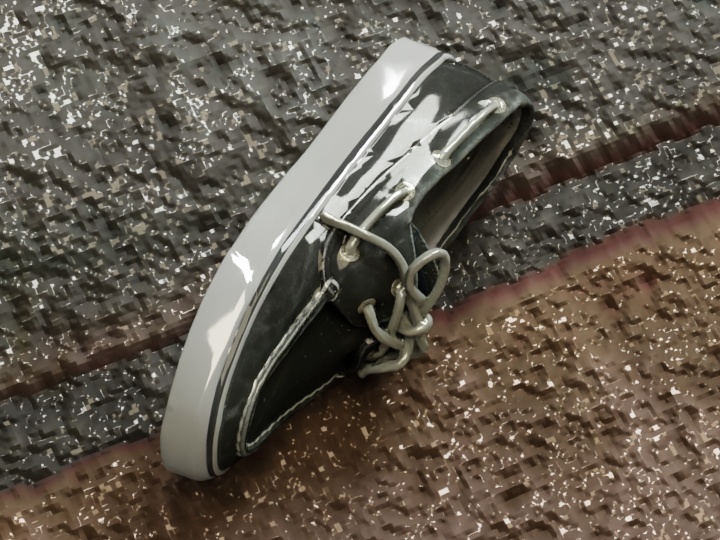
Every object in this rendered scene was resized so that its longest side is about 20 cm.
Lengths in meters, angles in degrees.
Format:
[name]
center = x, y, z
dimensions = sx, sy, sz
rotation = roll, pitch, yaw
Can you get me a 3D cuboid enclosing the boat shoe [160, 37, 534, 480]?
[boat shoe]
center = 0.000, 0.002, 0.904
dimensions = 0.068, 0.074, 0.199
rotation = 24, 53, 17
